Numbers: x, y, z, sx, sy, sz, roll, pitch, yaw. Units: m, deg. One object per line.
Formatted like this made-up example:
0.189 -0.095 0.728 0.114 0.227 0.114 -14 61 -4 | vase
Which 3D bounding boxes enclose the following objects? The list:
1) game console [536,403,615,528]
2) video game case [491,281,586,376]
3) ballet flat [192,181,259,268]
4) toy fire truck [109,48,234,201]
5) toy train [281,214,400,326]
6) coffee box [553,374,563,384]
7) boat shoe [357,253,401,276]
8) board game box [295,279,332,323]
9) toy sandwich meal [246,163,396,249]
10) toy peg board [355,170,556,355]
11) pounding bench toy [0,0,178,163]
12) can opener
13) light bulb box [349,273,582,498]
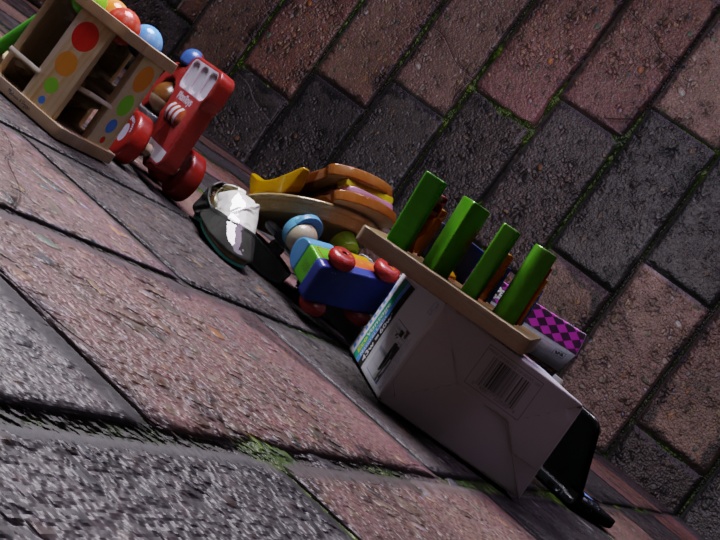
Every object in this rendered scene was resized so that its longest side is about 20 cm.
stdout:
0.273 0.230 1.616 0.175 0.117 0.200 35 5 -41 | game console
0.161 0.059 1.432 0.198 0.036 0.182 33 -18 6 | video game case
-0.159 -0.066 1.410 0.067 0.069 0.200 31 6 -27 | ballet flat
-0.238 -0.198 1.506 0.112 0.169 0.200 35 4 -31 | toy fire truck
0.000 0.000 1.419 0.198 0.085 0.116 14 32 -39 | toy train
0.317 0.219 2.378 0.079 0.114 0.200 36 2 -13 | coffee box
-0.005 0.012 1.568 0.068 0.072 0.199 40 10 27 | boat shoe
0.000 0.076 1.551 0.199 0.028 0.135 38 3 -7 | board game box
-0.056 -0.083 1.492 0.201 0.072 0.205 11 -13 3 | toy sandwich meal
0.118 -0.011 1.228 0.199 0.099 0.199 35 5 12 | toy peg board
-0.331 -0.252 1.323 0.199 0.157 0.124 38 3 18 | pounding bench toy
-0.060 0.020 1.451 0.200 0.066 0.053 47 10 7 | can opener
0.109 0.116 1.300 0.197 0.126 0.200 36 4 -15 | light bulb box
